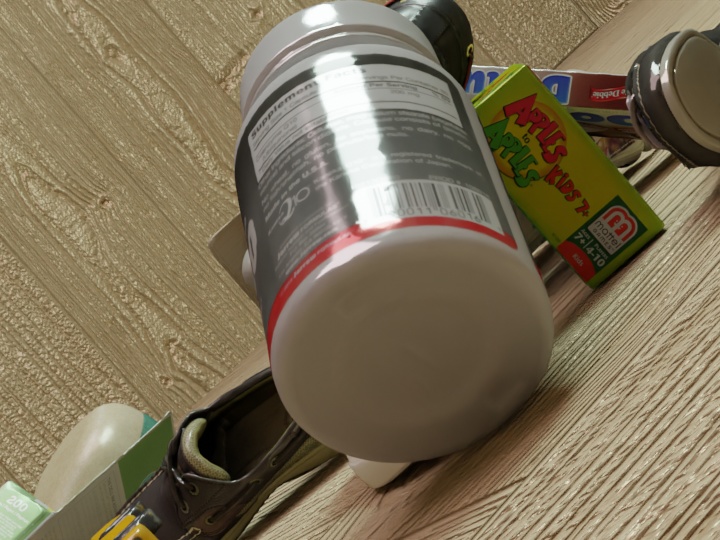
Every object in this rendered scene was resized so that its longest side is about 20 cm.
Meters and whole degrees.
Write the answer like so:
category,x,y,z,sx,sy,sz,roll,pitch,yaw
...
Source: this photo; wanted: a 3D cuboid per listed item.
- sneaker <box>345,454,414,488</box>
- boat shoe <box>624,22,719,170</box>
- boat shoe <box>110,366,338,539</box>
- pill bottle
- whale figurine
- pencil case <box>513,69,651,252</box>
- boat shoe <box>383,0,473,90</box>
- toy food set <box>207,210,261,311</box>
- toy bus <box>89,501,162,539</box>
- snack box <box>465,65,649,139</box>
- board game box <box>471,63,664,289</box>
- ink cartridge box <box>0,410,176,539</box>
category,x,y,z,sx,sy,sz,roll,pitch,yaw
sneaker,0.001,0.049,0.921,0.073,0.085,0.200,-40,5,-13
boat shoe,0.156,-0.079,0.921,0.057,0.067,0.200,-29,2,27
boat shoe,-0.082,0.108,1.120,0.200,0.073,0.065,-41,-37,14
pill bottle,0.006,-0.024,0.834,0.114,0.114,0.200,-41,34,18
whale figurine,-0.189,0.198,1.420,0.159,0.104,0.201,-39,28,54
pencil case,0.095,-0.045,1.198,0.200,0.089,0.078,-42,-26,-29
boat shoe,0.013,-0.084,1.107,0.063,0.074,0.201,-52,-4,-30
toy food set,0.000,0.000,1.095,0.060,0.144,0.200,-42,3,-31
toy bus,-0.112,0.161,0.933,0.078,0.065,0.200,-42,3,-10
snack box,0.086,-0.101,1.150,0.072,0.199,0.024,28,-111,-67
board game box,0.097,-0.054,1.006,0.048,0.102,0.200,-41,3,7
ink cartridge box,-0.193,0.184,1.221,0.200,0.048,0.146,-45,-30,-31
